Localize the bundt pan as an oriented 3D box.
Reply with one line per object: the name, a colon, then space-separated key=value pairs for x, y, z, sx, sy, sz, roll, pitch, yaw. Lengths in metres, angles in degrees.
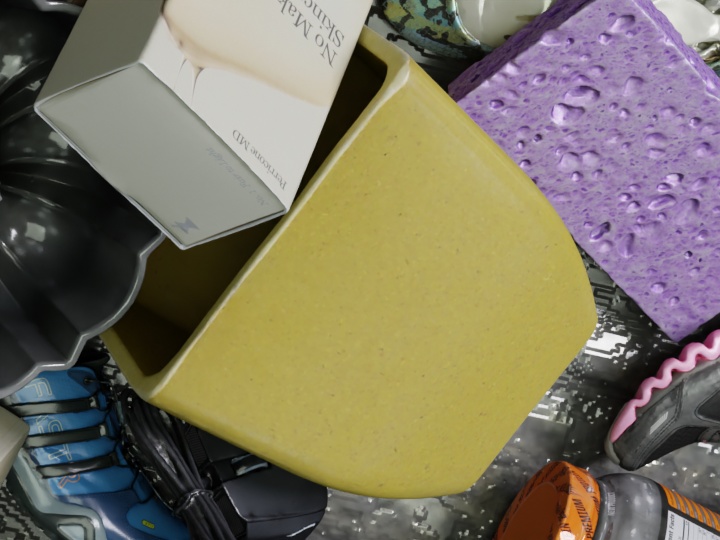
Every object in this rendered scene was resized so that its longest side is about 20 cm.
bundt pan: x=-0.192 y=-0.044 z=1.030 sx=0.202 sy=0.076 sz=0.202 roll=-10 pitch=114 yaw=-25

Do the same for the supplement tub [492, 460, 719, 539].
supplement tub: x=0.171 y=0.188 z=1.209 sx=0.200 sy=0.123 sz=0.123 roll=28 pitch=96 yaw=-11

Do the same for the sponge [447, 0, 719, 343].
sponge: x=0.148 y=-0.057 z=1.164 sx=0.112 sy=0.030 sz=0.200 roll=-35 pitch=119 yaw=21

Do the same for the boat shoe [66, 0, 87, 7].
boat shoe: x=-0.075 y=-0.169 z=1.136 sx=0.200 sy=0.065 sz=0.071 roll=-40 pitch=118 yaw=-3

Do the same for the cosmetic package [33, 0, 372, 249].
cosmetic package: x=-0.058 y=-0.121 z=1.017 sx=0.073 sy=0.200 sz=0.104 roll=-18 pitch=130 yaw=38

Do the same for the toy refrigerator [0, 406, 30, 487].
toy refrigerator: x=-0.248 y=0.149 z=1.132 sx=0.076 sy=0.070 sz=0.200 roll=31 pitch=114 yaw=1

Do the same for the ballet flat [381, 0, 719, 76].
ballet flat: x=0.113 y=-0.138 z=1.165 sx=0.200 sy=0.074 sz=0.074 roll=2 pitch=101 yaw=-9

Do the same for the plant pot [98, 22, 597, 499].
plant pot: x=0.000 y=0.000 z=1.121 sx=0.200 sy=0.194 sz=0.196 roll=35 pitch=95 yaw=-29

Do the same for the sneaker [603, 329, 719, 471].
sneaker: x=0.228 y=0.065 z=1.204 sx=0.200 sy=0.079 sz=0.095 roll=-30 pitch=81 yaw=0

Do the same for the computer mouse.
computer mouse: x=-0.042 y=0.124 z=1.116 sx=0.046 sy=0.200 sz=0.141 roll=-30 pitch=70 yaw=9

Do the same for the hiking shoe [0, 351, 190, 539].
hiking shoe: x=-0.147 y=0.088 z=1.169 sx=0.200 sy=0.074 sz=0.087 roll=39 pitch=94 yaw=-13
